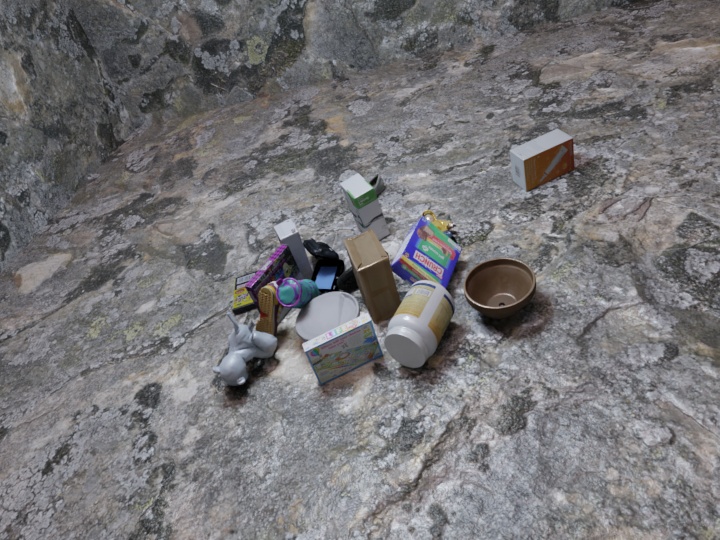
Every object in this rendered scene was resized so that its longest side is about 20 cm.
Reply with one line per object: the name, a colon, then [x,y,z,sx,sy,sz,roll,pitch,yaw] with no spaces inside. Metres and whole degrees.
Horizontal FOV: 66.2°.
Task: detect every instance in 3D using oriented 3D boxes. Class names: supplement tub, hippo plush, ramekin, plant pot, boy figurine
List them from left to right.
hippo plush: [-0.331,0.252,1.589,0.154,0.201,0.165,16,62,-3]
ramekin: [-0.085,0.164,1.616,0.196,0.096,0.205,-14,37,10]
supplement tub: [0.158,0.143,1.482,0.141,0.147,0.201,8,44,33]
boy figurine: [0.260,-0.135,1.852,0.121,0.065,0.202,-23,40,1]
plant pot: [0.385,0.064,1.516,0.194,0.094,0.204,-14,38,11]

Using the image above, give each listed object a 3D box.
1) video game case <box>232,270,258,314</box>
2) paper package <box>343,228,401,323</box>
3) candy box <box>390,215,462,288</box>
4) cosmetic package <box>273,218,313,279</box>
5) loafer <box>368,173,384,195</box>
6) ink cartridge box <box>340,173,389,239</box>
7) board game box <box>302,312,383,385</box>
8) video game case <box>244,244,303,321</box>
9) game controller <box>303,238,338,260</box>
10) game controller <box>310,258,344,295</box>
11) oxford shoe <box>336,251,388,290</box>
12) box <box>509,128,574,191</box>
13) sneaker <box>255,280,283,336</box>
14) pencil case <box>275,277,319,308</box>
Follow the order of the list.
video game case: [-0.351,0.060,1.935,0.194,0.026,0.183,-18,37,3]
paper package: [0.036,0.013,1.659,0.101,0.204,0.192,-21,35,-4]
candy box: [0.201,-0.037,1.670,0.077,0.167,0.202,-45,11,51]
cosmetic package: [-0.223,-0.059,1.872,0.072,0.204,0.102,-24,35,-9]
loafer: [0.023,-0.306,2.171,0.068,0.071,0.201,12,47,36]
ink cartridge box: [0.017,-0.218,1.958,0.083,0.204,0.147,-28,36,-8]
board game box: [-0.046,0.215,1.500,0.195,0.137,0.034,-24,36,-6]
video game case: [-0.265,0.052,1.768,0.035,0.185,0.201,9,47,35]
game controller: [-0.137,-0.069,1.901,0.043,0.102,0.200,-66,19,7]
game controller: [-0.116,0.030,1.844,0.101,0.043,0.203,-6,40,19]
oxford shoe: [0.000,0.000,1.816,0.197,0.074,0.084,-32,21,-18]
box: [0.636,-0.387,1.931,0.195,0.127,0.098,-24,36,-5]
sneaker: [-0.267,0.131,1.688,0.073,0.206,0.090,22,29,21]
pencil case: [-0.190,0.068,1.679,0.084,0.200,0.093,-39,81,7]
